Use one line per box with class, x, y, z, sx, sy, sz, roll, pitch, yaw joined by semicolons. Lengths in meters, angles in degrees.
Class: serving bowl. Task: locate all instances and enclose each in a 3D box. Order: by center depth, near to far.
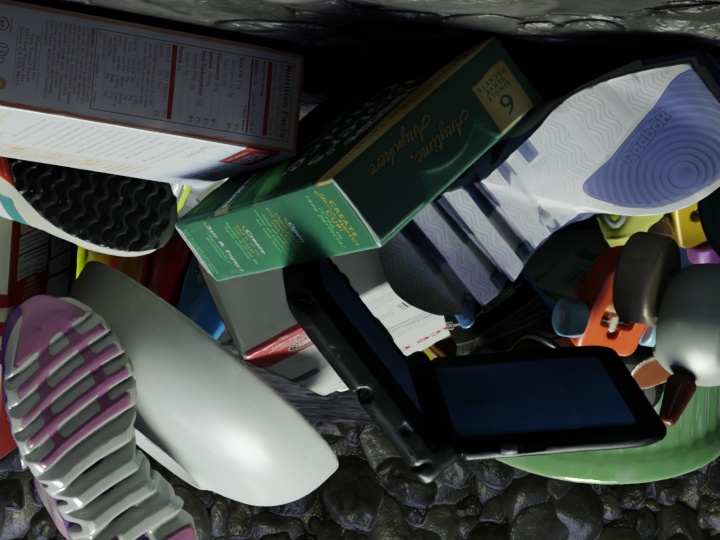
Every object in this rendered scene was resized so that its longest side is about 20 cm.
serving bowl;-0.110;0.082;1.528;0.200;0.066;0.200;38;170;8

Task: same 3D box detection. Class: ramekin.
ramekin;0.158;0.051;1.674;0.199;0.098;0.200;2;-154;-1

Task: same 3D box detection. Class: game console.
game console;0.052;0.030;1.313;0.116;0.176;0.200;-37;-170;4

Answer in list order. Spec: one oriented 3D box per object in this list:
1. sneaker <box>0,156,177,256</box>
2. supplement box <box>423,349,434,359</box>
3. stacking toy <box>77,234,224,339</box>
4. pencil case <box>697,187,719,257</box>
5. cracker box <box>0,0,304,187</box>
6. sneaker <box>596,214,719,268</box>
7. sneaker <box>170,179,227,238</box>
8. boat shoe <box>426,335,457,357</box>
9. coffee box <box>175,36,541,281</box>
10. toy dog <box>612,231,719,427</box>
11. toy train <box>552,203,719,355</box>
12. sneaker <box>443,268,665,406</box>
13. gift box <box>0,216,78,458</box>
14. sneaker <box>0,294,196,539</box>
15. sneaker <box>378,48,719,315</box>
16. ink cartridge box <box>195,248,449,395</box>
sneaker;-0.196;-0.065;1.380;0.199;0.071;0.093;22;173;-14
supplement box;0.143;0.046;1.867;0.199;0.110;0.109;2;171;15
stacking toy;-0.175;-0.028;1.639;0.199;0.117;0.110;18;167;7
pencil case;0.244;-0.047;1.268;0.092;0.086;0.200;8;172;-11
cracker box;-0.145;-0.090;1.270;0.199;0.058;0.134;9;171;-25
sneaker;0.220;0.006;1.563;0.199;0.106;0.076;11;168;-38
sneaker;-0.098;-0.049;1.487;0.080;0.074;0.200;3;174;-10
boat shoe;0.052;0.016;1.731;0.075;0.074;0.200;9;162;30
coffee box;-0.005;-0.054;1.269;0.123;0.044;0.200;-41;-167;-22
toy dog;0.200;0.054;1.363;0.132;0.097;0.200;13;169;46
toy train;0.207;-0.006;1.460;0.199;0.151;0.056;3;-151;-25
sneaker;0.115;0.056;1.502;0.071;0.083;0.199;-29;147;28
gift box;-0.277;-0.002;1.512;0.186;0.201;0.185;5;-175;8
sneaker;-0.168;0.099;1.463;0.080;0.201;0.088;-30;-149;-20
sneaker;0.101;-0.064;1.260;0.199;0.081;0.115;-27;-158;24
ink cartridge box;0.000;0.000;1.531;0.146;0.083;0.200;-28;166;7
